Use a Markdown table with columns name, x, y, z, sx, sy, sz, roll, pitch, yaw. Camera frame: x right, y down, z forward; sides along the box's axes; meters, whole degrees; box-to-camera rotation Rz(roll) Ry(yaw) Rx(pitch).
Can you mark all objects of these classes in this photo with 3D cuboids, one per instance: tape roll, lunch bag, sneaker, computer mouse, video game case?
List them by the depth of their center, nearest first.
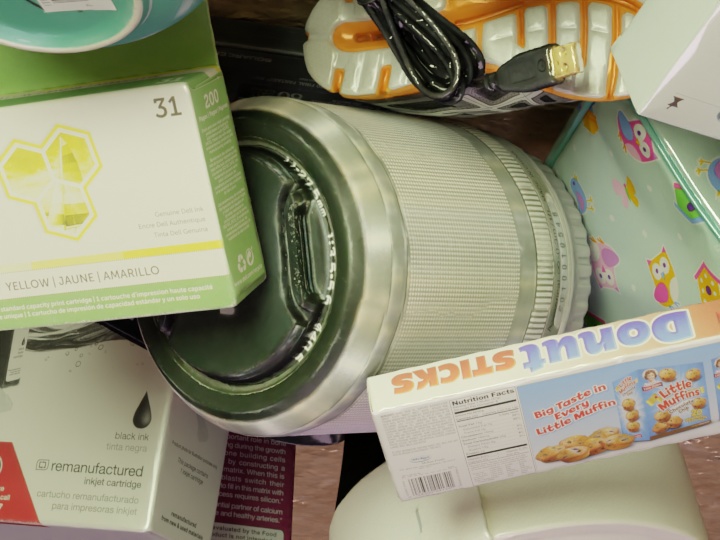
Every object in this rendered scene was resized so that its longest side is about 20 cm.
| name | x | y | z | sx | sy | sz | roll | pitch | yaw |
| --- | --- | --- | --- | --- | --- | --- | --- | --- | --- |
| computer mouse | 0.055 | -0.134 | 0.958 | 0.140 | 0.046 | 0.200 | 50 | 140 | -15 |
| sneaker | 0.077 | -0.109 | 1.081 | 0.200 | 0.078 | 0.077 | 1 | 168 | 21 |
| lunch bag | 0.161 | -0.023 | 1.171 | 0.077 | 0.160 | 0.200 | -22 | 164 | -20 |
| tape roll | 0.086 | 0.154 | 1.235 | 0.202 | 0.071 | 0.202 | -8 | 147 | -6 |
| video game case | -0.037 | -0.078 | 1.239 | 0.143 | 0.019 | 0.200 | 7 | 157 | -9 |

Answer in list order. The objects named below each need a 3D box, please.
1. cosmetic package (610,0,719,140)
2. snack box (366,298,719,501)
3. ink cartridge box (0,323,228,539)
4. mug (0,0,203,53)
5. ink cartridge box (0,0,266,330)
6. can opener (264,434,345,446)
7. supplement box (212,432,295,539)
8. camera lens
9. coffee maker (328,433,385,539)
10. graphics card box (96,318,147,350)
| name | x | y | z | sx | sy | sz | roll | pitch | yaw |
| --- | --- | --- | --- | --- | --- | --- | --- | --- | --- |
| cosmetic package | 0.233 | -0.111 | 0.994 | 0.200 | 0.052 | 0.151 | 14 | 131 | -26 |
| snack box | 0.107 | 0.057 | 1.047 | 0.200 | 0.024 | 0.072 | -13 | 137 | 4 |
| ink cartridge box | -0.151 | 0.058 | 1.328 | 0.144 | 0.200 | 0.084 | 1 | 161 | 22 |
| mug | -0.135 | -0.161 | 0.900 | 0.185 | 0.114 | 0.152 | 16 | 153 | -23 |
| ink cartridge box | -0.131 | -0.078 | 1.021 | 0.145 | 0.200 | 0.048 | -6 | -165 | 21 |
| can opener | 0.016 | 0.056 | 1.278 | 0.200 | 0.063 | 0.079 | 3 | 126 | 24 |
| supplement box | -0.114 | 0.111 | 1.477 | 0.131 | 0.200 | 0.103 | 9 | 158 | -14 |
| camera lens | 0.000 | 0.000 | 1.132 | 0.160 | 0.160 | 0.200 | -15 | 169 | 38 |
| coffee maker | 0.047 | 0.072 | 1.356 | 0.135 | 0.200 | 0.192 | 3 | 159 | -1 |
| graphics card box | -0.099 | -0.024 | 1.186 | 0.051 | 0.125 | 0.200 | 28 | 177 | 36 |
